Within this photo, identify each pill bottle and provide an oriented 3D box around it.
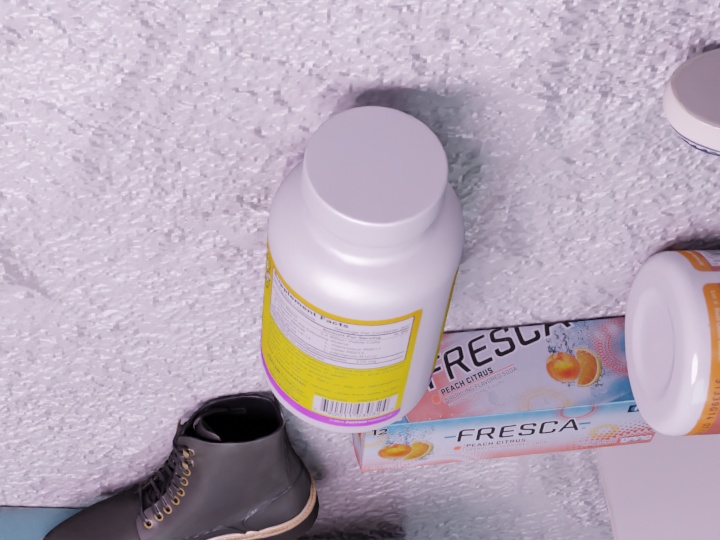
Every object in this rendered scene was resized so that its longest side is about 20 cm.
[{"bbox_3d":[0.000,0.000,0.975,0.104,0.105,0.200,-4,148,-8],"label":"pill bottle"},{"bbox_3d":[0.272,0.042,1.107,0.199,0.113,0.112,-1,148,-12],"label":"pill bottle"}]

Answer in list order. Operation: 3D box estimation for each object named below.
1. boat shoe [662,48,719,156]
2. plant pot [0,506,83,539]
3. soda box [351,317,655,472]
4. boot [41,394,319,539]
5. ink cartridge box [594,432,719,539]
[{"bbox_3d":[0.243,-0.063,0.959,0.199,0.075,0.093,0,141,-15],"label":"boat shoe"},{"bbox_3d":[-0.251,0.291,1.296,0.141,0.201,0.141,4,147,-22],"label":"plant pot"},{"bbox_3d":[0.093,0.079,1.169,0.199,0.064,0.069,-6,149,-7],"label":"soda box"},{"bbox_3d":[-0.134,0.144,1.223,0.199,0.078,0.139,-19,145,-6],"label":"boot"},{"bbox_3d":[0.254,0.193,1.338,0.128,0.126,0.200,-14,148,8],"label":"ink cartridge box"}]
